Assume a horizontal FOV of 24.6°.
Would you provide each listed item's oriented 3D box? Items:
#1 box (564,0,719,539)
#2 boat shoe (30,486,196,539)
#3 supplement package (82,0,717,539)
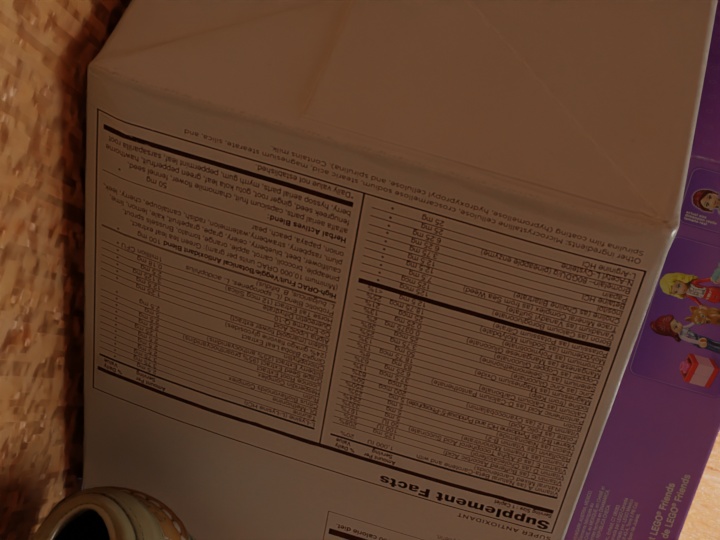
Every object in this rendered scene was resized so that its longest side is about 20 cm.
[{"bbox_3d":[0.107,0.016,0.566,0.137,0.039,0.202,-67,171,-54],"label":"box"},{"bbox_3d":[-0.089,0.152,0.411,0.069,0.074,0.203,73,26,-69],"label":"boat shoe"},{"bbox_3d":[0.014,-0.022,0.503,0.201,0.145,0.192,101,8,-45],"label":"supplement package"}]
